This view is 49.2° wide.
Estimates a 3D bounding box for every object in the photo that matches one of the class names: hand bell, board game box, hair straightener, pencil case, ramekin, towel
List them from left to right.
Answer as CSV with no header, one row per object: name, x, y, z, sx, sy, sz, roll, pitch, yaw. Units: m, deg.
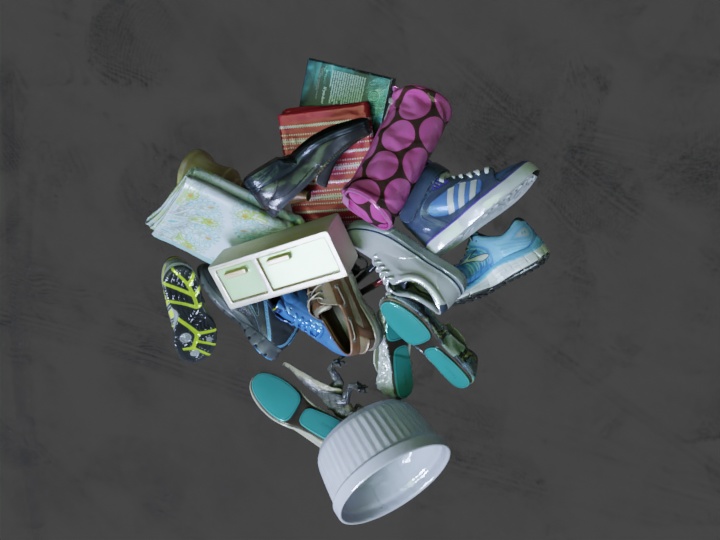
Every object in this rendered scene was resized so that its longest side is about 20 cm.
towel,-0.208,-0.066,1.199,0.200,0.048,0.171,25,144,-24
hand bell,-0.168,-0.124,1.199,0.200,0.104,0.104,9,107,23
towel,-0.043,-0.149,1.182,0.144,0.022,0.200,-3,104,16
board game box,-0.033,-0.207,1.192,0.135,0.028,0.200,17,108,12
hair straightener,0.000,0.000,1.237,0.200,0.041,0.077,-33,87,27
ramekin,0.029,0.290,1.217,0.200,0.200,0.105,-50,54,22
pencil case,0.046,-0.161,1.098,0.094,0.091,0.200,28,75,-1

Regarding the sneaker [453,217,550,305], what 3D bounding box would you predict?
sneaker,0.176,-0.011,1.168,0.200,0.078,0.090,-29,76,18

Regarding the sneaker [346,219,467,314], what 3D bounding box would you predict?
sneaker,0.054,-0.007,1.128,0.200,0.071,0.073,28,150,21

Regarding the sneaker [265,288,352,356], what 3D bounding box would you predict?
sneaker,-0.091,0.073,1.236,0.200,0.078,0.066,43,129,6

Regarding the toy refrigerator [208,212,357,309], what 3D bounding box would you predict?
toy refrigerator,-0.114,-0.011,1.144,0.200,0.070,0.076,-15,113,22

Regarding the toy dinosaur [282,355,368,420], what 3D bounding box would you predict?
toy dinosaur,-0.038,0.196,1.292,0.200,0.047,0.088,41,118,7

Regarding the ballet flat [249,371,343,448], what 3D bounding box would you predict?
ballet flat,-0.101,0.242,1.307,0.200,0.069,0.070,32,111,20

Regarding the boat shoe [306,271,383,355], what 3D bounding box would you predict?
boat shoe,-0.044,0.041,1.190,0.200,0.072,0.076,54,137,11

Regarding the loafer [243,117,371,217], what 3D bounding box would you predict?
loafer,-0.067,-0.152,1.133,0.200,0.073,0.072,-29,105,7

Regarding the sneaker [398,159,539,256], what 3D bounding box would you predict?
sneaker,0.136,-0.130,1.125,0.200,0.081,0.147,-39,74,18

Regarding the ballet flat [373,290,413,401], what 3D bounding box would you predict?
ballet flat,0.045,0.108,1.234,0.072,0.072,0.200,5,104,16

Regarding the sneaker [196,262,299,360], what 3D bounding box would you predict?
sneaker,-0.186,0.053,1.297,0.082,0.073,0.200,-44,85,-6

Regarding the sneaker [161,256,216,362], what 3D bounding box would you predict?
sneaker,-0.288,0.065,1.325,0.075,0.076,0.200,-10,121,-14

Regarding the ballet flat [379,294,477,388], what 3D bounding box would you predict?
ballet flat,0.107,0.093,1.191,0.074,0.074,0.200,-34,112,22
